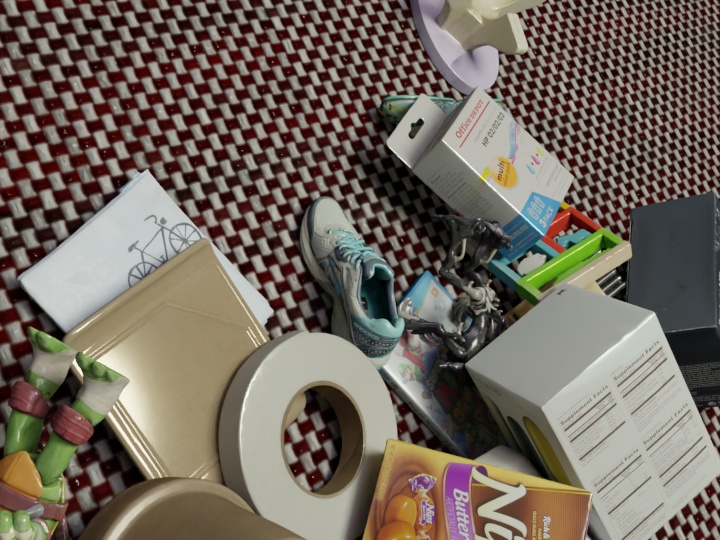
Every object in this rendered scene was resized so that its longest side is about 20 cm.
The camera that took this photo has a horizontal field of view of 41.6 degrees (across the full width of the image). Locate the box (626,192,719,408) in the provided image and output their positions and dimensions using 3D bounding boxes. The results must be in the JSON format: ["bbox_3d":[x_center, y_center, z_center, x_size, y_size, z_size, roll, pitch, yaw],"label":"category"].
[{"bbox_3d":[0.428,0.045,1.220,0.200,0.116,0.200,44,47,-41],"label":"box"}]

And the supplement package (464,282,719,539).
[{"bbox_3d":[0.237,0.149,0.973,0.150,0.151,0.202,-36,112,-13],"label":"supplement package"}]

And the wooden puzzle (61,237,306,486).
[{"bbox_3d":[-0.156,0.099,0.869,0.185,0.037,0.202,-40,106,-40],"label":"wooden puzzle"}]

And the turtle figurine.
[{"bbox_3d":[-0.273,0.138,0.702,0.198,0.143,0.196,33,76,-24],"label":"turtle figurine"}]

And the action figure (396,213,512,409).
[{"bbox_3d":[0.110,0.043,1.040,0.117,0.101,0.204,3,93,-41],"label":"action figure"}]

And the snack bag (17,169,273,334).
[{"bbox_3d":[-0.200,0.029,0.900,0.200,0.021,0.189,48,52,-10],"label":"snack bag"}]

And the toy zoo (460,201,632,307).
[{"bbox_3d":[0.205,-0.035,1.122,0.130,0.200,0.021,-29,128,-12],"label":"toy zoo"}]

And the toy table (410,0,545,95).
[{"bbox_3d":[0.152,-0.350,1.260,0.182,0.117,0.203,-20,82,-38],"label":"toy table"}]

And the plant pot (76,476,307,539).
[{"bbox_3d":[-0.108,0.264,0.729,0.198,0.173,0.205,11,75,-43],"label":"plant pot"}]

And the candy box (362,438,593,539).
[{"bbox_3d":[0.106,0.240,0.877,0.196,0.057,0.119,12,71,12],"label":"candy box"}]

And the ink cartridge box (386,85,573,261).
[{"bbox_3d":[0.138,-0.125,1.084,0.199,0.068,0.116,41,50,-7],"label":"ink cartridge box"}]

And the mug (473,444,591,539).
[{"bbox_3d":[0.135,0.269,0.948,0.185,0.149,0.155,-15,69,-44],"label":"mug"}]

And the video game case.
[{"bbox_3d":[0.105,0.117,1.072,0.200,0.018,0.143,47,52,-7],"label":"video game case"}]

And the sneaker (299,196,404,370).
[{"bbox_3d":[0.000,0.000,1.004,0.076,0.086,0.203,-6,63,-34],"label":"sneaker"}]

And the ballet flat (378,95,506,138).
[{"bbox_3d":[0.111,-0.182,1.189,0.197,0.074,0.076,-6,72,-32],"label":"ballet flat"}]

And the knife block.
[{"bbox_3d":[0.237,0.051,1.167,0.199,0.176,0.064,-37,81,-1],"label":"knife block"}]

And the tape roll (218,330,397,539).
[{"bbox_3d":[-0.045,0.161,0.906,0.200,0.037,0.207,10,75,-41],"label":"tape roll"}]
